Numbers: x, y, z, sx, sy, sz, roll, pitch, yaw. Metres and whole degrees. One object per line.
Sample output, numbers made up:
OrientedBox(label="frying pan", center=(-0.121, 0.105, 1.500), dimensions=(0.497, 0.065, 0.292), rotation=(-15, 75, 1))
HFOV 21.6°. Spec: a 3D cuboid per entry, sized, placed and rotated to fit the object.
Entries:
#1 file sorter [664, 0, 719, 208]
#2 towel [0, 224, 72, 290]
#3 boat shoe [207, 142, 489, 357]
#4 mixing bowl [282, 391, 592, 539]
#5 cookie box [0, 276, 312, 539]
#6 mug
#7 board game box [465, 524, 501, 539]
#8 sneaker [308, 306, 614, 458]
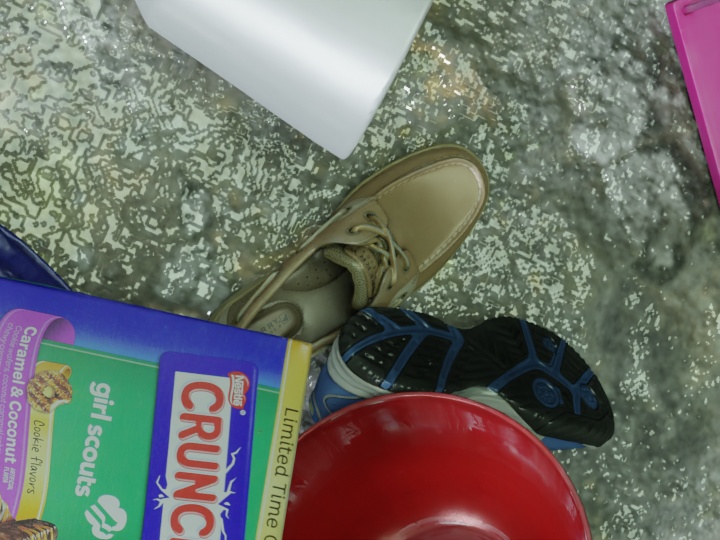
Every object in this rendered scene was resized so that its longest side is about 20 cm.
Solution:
OrientedBox(label="file sorter", center=(0.313, -0.126, 1.133), dimensions=(0.199, 0.125, 0.139), rotation=(-18, 95, -13))
OrientedBox(label="towel", center=(-0.240, 0.071, 1.040), dimensions=(0.148, 0.050, 0.200), rotation=(45, 81, -4))
OrientedBox(label="boat shoe", center=(0.000, 0.000, 1.087), dimensions=(0.200, 0.065, 0.071), rotation=(-40, 100, -10))
OrientedBox(label="mixing bowl", center=(0.037, 0.176, 1.039), dimensions=(0.200, 0.108, 0.201), rotation=(-5, 69, 14))
OrientedBox(label="cookie box", center=(-0.138, 0.105, 0.971), dimensions=(0.199, 0.075, 0.172), rotation=(12, 67, -10))
OrientedBox(label="mug", center=(-0.040, -0.169, 1.055), dimensions=(0.153, 0.187, 0.150), rotation=(26, 118, -5))
OrientedBox(label="board game box", center=(0.065, 0.273, 1.121), dimensions=(0.152, 0.045, 0.200), rotation=(38, 83, -12))
OrientedBox(label="sneaker", center=(0.060, 0.073, 1.109), dimensions=(0.200, 0.077, 0.076), rotation=(15, 45, -27))
